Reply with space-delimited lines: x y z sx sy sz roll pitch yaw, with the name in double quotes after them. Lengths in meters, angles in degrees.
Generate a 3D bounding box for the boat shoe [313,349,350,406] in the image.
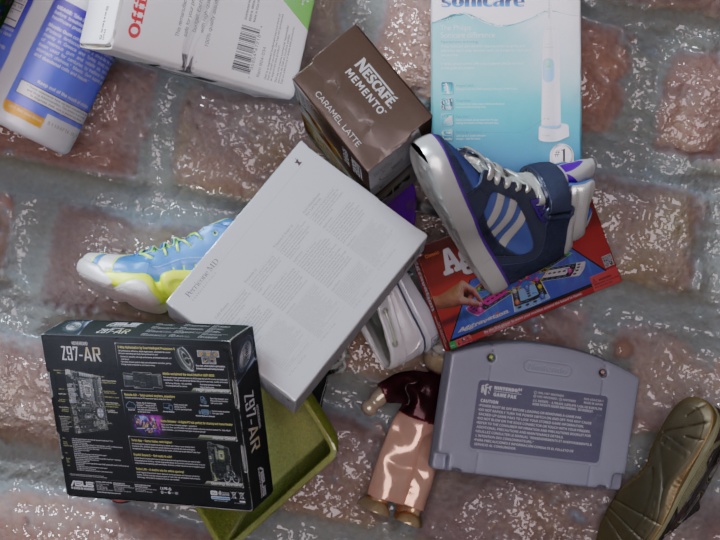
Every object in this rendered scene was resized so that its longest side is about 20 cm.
-0.045 0.074 1.693 0.067 0.074 0.201 -3 80 16 "boat shoe"

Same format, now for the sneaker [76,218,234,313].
-0.174 -0.007 1.705 0.198 0.076 0.106 17 78 -5 "sneaker"

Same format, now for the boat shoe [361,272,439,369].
0.000 0.000 1.649 0.067 0.074 0.201 -34 88 -29 "boat shoe"

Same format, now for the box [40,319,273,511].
-0.183 0.128 1.557 0.198 0.043 0.162 0 107 25 "box"

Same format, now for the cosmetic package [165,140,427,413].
-0.057 0.005 1.581 0.150 0.052 0.200 37 74 8 "cosmetic package"

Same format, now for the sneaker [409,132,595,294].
0.141 -0.082 1.584 0.146 0.081 0.201 -34 130 -3 "sneaker"

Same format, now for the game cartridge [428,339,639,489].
0.169 0.136 1.680 0.198 0.041 0.134 9 95 -15 "game cartridge"

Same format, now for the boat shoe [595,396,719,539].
0.300 0.219 1.683 0.065 0.073 0.201 20 108 -36 "boat shoe"

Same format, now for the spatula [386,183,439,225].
0.092 -0.058 1.713 0.198 0.021 0.057 3 69 -2 "spatula"

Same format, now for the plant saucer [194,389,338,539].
-0.114 0.136 1.658 0.200 0.048 0.201 -44 71 37 "plant saucer"

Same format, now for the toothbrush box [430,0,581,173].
0.139 -0.184 1.681 0.145 0.085 0.202 -1 91 2 "toothbrush box"

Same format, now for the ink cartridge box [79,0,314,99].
-0.150 -0.257 1.646 0.199 0.084 0.147 13 90 -32 "ink cartridge box"

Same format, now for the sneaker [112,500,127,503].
-0.218 0.153 1.660 0.074 0.086 0.201 50 126 21 "sneaker"

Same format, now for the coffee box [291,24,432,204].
0.004 -0.136 1.620 0.080 0.200 0.115 -39 83 -4 "coffee box"

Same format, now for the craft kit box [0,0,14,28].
-0.367 -0.262 1.642 0.048 0.200 0.198 33 91 0 "craft kit box"

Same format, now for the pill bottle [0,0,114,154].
-0.291 -0.225 1.683 0.111 0.112 0.201 27 90 2 "pill bottle"

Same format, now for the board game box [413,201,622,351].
0.151 -0.004 1.675 0.199 0.019 0.104 -21 89 -22 "board game box"

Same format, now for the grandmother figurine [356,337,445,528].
0.058 0.144 1.700 0.121 0.060 0.201 22 87 -24 "grandmother figurine"
